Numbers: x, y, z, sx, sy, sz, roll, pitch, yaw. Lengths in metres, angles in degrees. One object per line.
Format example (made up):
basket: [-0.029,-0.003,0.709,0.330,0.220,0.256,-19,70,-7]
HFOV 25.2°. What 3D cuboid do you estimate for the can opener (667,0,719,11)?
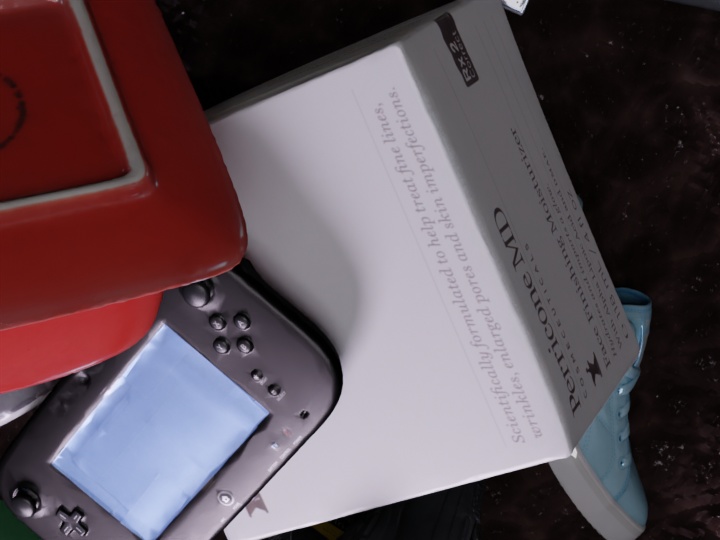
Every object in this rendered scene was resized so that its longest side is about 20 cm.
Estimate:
can opener: [0.224,-0.122,0.813,0.197,0.053,0.068,11,107,-1]

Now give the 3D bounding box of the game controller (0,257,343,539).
game controller: [-0.091,0.074,0.749,0.104,0.042,0.200,44,123,4]

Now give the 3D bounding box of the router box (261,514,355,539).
router box: [0.030,0.200,0.868,0.199,0.157,0.052,35,107,-9]

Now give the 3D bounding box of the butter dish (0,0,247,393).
butter dish: [-0.165,-0.016,0.683,0.197,0.201,0.149,-12,140,-18]

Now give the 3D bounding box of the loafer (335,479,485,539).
loafer: [0.032,0.135,0.825,0.070,0.201,0.068,47,119,-4]

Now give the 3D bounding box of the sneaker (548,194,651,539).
sneaker: [0.126,0.053,0.861,0.081,0.074,0.202,-22,106,14]

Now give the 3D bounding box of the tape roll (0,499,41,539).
tape roll: [-0.237,0.231,0.944,0.197,0.048,0.203,0,108,1]

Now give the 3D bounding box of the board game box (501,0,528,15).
board game box: [0.028,-0.257,0.781,0.197,0.041,0.202,22,107,-6]

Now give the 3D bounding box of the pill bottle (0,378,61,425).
pill bottle: [-0.214,-0.027,0.793,0.105,0.106,0.201,-27,105,10]

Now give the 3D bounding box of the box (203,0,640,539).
box: [0.000,0.000,0.778,0.198,0.131,0.201,-19,101,30]
